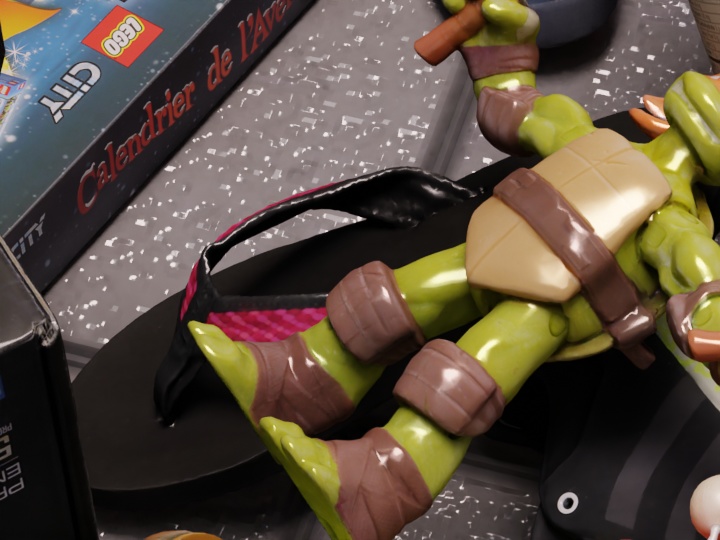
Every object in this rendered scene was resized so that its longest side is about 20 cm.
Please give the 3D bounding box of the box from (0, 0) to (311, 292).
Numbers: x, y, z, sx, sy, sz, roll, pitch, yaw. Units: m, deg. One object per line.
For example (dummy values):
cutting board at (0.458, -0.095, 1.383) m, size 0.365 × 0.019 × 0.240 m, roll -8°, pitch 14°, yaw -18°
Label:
box at (-0.108, -0.079, 0.883) m, size 0.136 × 0.038 × 0.200 m, roll 28°, pitch 59°, yaw 21°

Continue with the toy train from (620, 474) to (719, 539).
toy train at (0.116, 0.141, 0.641) m, size 0.199 × 0.056 × 0.151 m, roll 21°, pitch 94°, yaw 0°

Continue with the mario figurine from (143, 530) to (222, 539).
mario figurine at (-0.108, 0.125, 0.640) m, size 0.123 × 0.200 × 0.106 m, roll 4°, pitch 54°, yaw -50°

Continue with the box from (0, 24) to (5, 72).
box at (-0.148, 0.005, 0.602) m, size 0.116 × 0.060 × 0.201 m, roll 5°, pitch 52°, yaw 5°

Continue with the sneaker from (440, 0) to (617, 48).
sneaker at (0.045, -0.162, 0.914) m, size 0.070 × 0.082 × 0.201 m, roll -5°, pitch 53°, yaw -2°

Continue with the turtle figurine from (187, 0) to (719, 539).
turtle figurine at (0.040, -0.007, 0.722) m, size 0.161 × 0.065 × 0.200 m, roll -35°, pitch 51°, yaw -4°

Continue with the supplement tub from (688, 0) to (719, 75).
supplement tub at (0.152, -0.090, 0.746) m, size 0.144 × 0.201 × 0.144 m, roll -20°, pitch 14°, yaw 5°

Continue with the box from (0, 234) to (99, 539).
box at (-0.167, 0.074, 0.690) m, size 0.199 × 0.164 × 0.086 m, roll -26°, pitch 56°, yaw -18°

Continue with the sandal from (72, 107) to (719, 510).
sandal at (0.000, 0.000, 0.783) m, size 0.199 × 0.045 × 0.075 m, roll -25°, pitch 43°, yaw 9°

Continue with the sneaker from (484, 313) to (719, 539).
sneaker at (0.086, 0.075, 0.747) m, size 0.082 × 0.072 × 0.200 m, roll -25°, pitch 44°, yaw -7°
